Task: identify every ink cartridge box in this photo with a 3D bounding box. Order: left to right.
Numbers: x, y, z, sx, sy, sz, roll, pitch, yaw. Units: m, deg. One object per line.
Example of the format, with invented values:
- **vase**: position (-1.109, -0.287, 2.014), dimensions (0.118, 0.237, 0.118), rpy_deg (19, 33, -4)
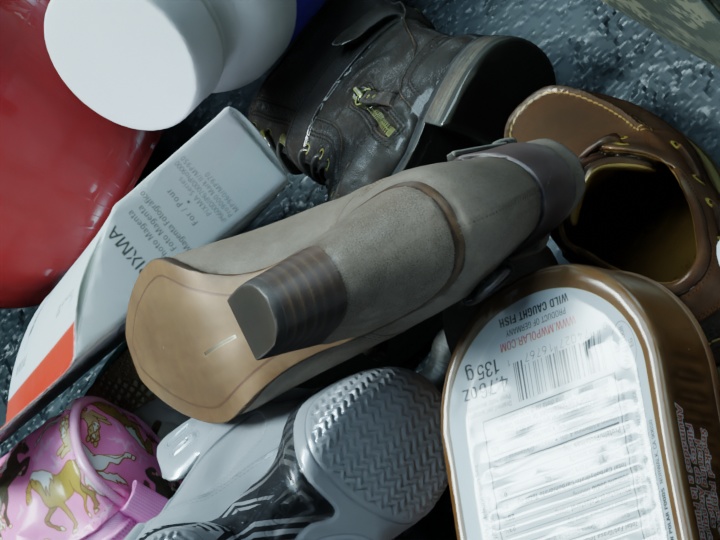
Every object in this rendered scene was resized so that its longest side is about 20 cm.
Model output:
- **ink cartridge box**: position (-0.132, 0.024, 1.306), dimensions (0.200, 0.057, 0.163), rpy_deg (-37, -2, -23)

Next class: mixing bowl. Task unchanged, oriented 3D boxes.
- **mixing bowl**: position (-0.165, -0.058, 1.439), dimensions (0.201, 0.108, 0.200), rpy_deg (-60, 7, 12)

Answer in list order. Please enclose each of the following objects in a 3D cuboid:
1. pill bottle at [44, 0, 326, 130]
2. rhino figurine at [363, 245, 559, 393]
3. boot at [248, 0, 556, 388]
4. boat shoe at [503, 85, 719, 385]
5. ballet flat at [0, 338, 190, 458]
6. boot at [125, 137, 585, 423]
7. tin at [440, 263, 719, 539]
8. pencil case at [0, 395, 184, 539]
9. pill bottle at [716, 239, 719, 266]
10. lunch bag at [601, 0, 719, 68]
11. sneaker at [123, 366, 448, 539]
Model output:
- **pill bottle**: position (-0.065, -0.155, 1.388), dimensions (0.112, 0.112, 0.200), rpy_deg (-12, 30, 40)
- **rhino figurine**: position (0.072, 0.046, 1.182), dimensions (0.088, 0.060, 0.200), rpy_deg (-51, 39, 7)
- **boot**: position (-0.006, -0.045, 1.340), dimensions (0.200, 0.069, 0.174), rpy_deg (-54, 32, -9)
- **boat shoe**: position (0.111, -0.028, 1.192), dimensions (0.072, 0.068, 0.200), rpy_deg (-45, 38, 6)
- **ballet flat**: position (-0.103, 0.081, 1.325), dimensions (0.200, 0.070, 0.066), rpy_deg (-43, 58, 35)
- **boot**: position (0.000, 0.000, 1.168), dimensions (0.146, 0.071, 0.200), rpy_deg (-24, 5, -24)
- **tin**: position (0.086, 0.095, 1.092), dimensions (0.112, 0.042, 0.201), rpy_deg (-25, 66, 39)
- **pencil case**: position (-0.162, 0.137, 1.265), dimensions (0.200, 0.083, 0.087), rpy_deg (-39, 65, 16)
- **pill bottle**: position (0.229, -0.035, 1.039), dimensions (0.200, 0.112, 0.112), rpy_deg (-37, 40, 19)
- **lunch bag**: position (0.154, -0.187, 1.215), dimensions (0.168, 0.139, 0.200), rpy_deg (-53, 38, 0)
- **sneaker**: position (-0.057, 0.113, 1.157), dimensions (0.200, 0.075, 0.115), rpy_deg (-41, 14, -22)
